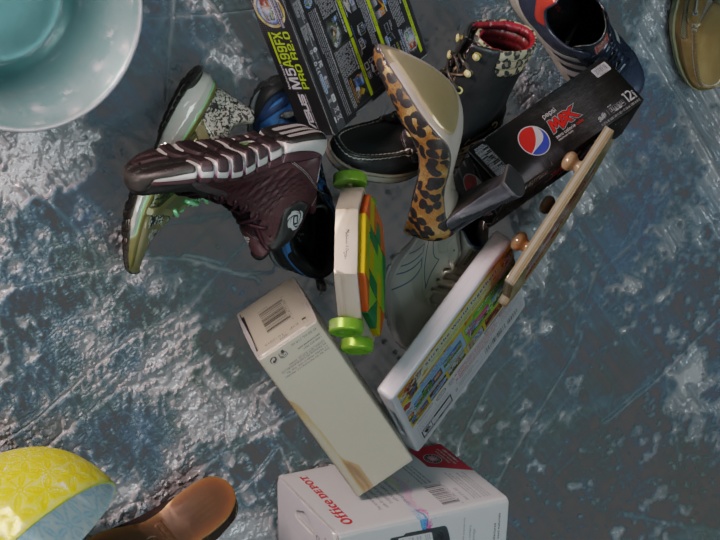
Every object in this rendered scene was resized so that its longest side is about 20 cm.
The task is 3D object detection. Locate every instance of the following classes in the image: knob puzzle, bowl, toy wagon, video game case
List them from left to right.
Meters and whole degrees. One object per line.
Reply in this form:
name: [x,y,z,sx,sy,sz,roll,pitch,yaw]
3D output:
bowl: [-0.330,0.222,1.538,0.200,0.200,0.108,-42,78,-11]
bowl: [-0.294,-0.225,1.427,0.199,0.105,0.203,-9,109,-26]
toy wagon: [0.000,0.000,1.628,0.039,0.200,0.157,-1,73,9]
video game case: [0.096,0.075,1.718,0.200,0.023,0.182,-52,159,-12]
knob puzzle: [0.186,-0.054,1.674,0.030,0.220,0.221,32,89,8]

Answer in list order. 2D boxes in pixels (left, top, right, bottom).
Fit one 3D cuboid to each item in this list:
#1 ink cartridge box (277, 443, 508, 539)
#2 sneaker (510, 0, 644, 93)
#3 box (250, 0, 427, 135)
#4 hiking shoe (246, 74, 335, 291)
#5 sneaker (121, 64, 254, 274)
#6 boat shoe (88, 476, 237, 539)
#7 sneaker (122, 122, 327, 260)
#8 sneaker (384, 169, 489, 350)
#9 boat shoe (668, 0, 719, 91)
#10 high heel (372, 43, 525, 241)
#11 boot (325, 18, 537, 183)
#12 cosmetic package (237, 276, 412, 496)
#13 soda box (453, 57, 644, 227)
ink cartridge box: [0.030,0.257,1.738,0.198,0.146,0.084,-8,112,-26]
sneaker: [0.236,-0.231,1.728,0.200,0.084,0.075,36,87,-33]
box: [-0.026,-0.251,1.569,0.160,0.044,0.201,-45,125,-37]
hiking shoe: [-0.054,-0.087,1.614,0.074,0.087,0.202,-19,114,-22]
sneaker: [-0.157,-0.082,1.553,0.088,0.077,0.201,24,95,-13]
boat shoe: [-0.208,0.275,1.658,0.199,0.070,0.071,-27,76,-17]
sneaker: [-0.116,-0.059,1.514,0.199,0.076,0.117,-13,115,-28]
sneaker: [0.082,-0.009,1.715,0.074,0.087,0.202,11,102,-33]
boat shoe: [0.372,-0.284,1.790,0.071,0.076,0.202,-18,114,-23]
high heel: [0.043,-0.113,1.583,0.200,0.142,0.072,48,43,-18]
boot: [0.070,-0.167,1.630,0.202,0.074,0.154,-10,140,-33]
cosmetic package: [-0.035,0.116,1.677,0.071,0.105,0.201,-33,119,0]
soda box: [0.185,-0.128,1.675,0.199,0.071,0.063,-34,76,-27]
